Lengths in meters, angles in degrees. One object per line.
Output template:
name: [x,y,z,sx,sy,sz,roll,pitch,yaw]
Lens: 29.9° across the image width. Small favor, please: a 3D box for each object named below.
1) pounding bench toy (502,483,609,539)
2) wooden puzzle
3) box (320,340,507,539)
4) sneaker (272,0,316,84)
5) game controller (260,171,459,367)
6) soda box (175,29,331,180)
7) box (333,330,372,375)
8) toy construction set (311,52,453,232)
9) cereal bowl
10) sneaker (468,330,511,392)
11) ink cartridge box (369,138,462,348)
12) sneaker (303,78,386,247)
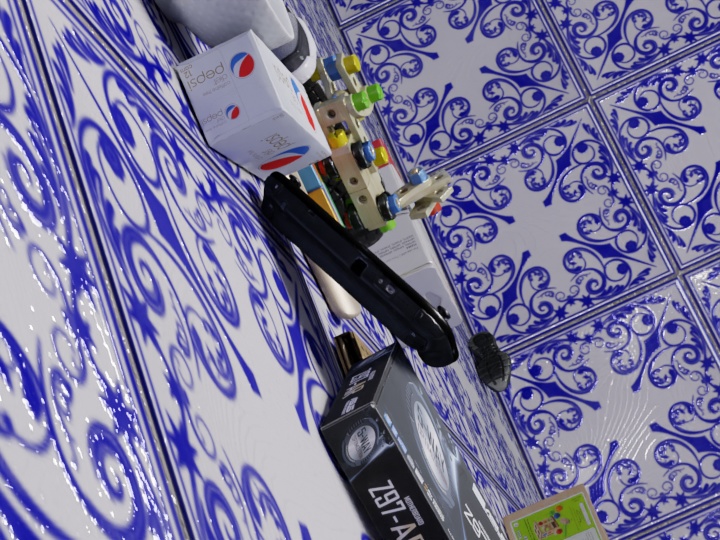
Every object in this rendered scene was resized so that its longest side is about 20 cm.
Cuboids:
pounding bench toy: [0.302,0.434,1.857,0.156,0.124,0.201,59,8,-46]
wooden puzzle: [-0.038,-0.056,1.270,0.200,0.037,0.186,-73,139,-81]
box: [0.048,0.166,0.980,0.201,0.043,0.160,61,12,-6]
sneaker: [-0.111,-0.265,1.305,0.201,0.075,0.114,63,4,38]
game controller: [0.000,0.000,1.058,0.200,0.042,0.104,42,-1,21]
soda box: [-0.079,-0.123,1.059,0.200,0.063,0.069,24,42,-80]
box: [0.038,0.154,1.164,0.200,0.021,0.164,53,14,-64]
toy construction set: [0.008,-0.116,1.355,0.200,0.092,0.131,49,25,-21]
cereal bowl: [-0.128,-0.250,1.034,0.201,0.083,0.200,63,7,-13]
sneaker: [0.285,0.204,2.849,0.200,0.075,0.080,-103,169,-61]
ink cartridge box: [0.038,-0.031,1.602,0.145,0.083,0.201,59,8,-53]
sneaker: [-0.029,-0.120,1.445,0.088,0.075,0.201,-114,179,-83]
